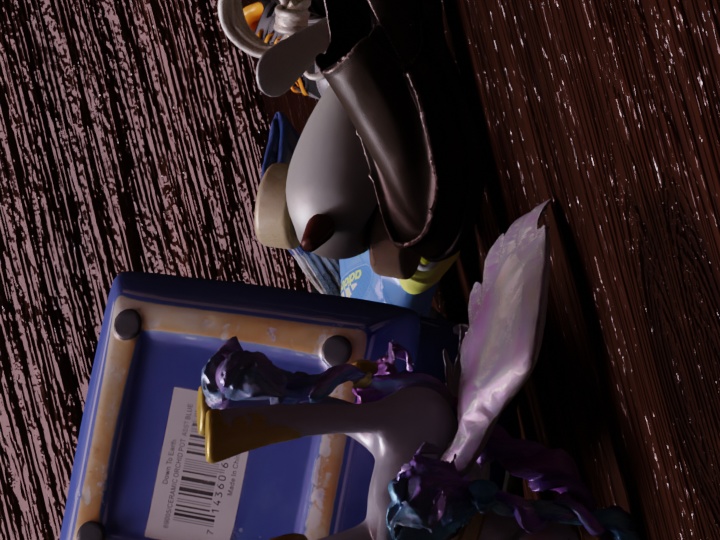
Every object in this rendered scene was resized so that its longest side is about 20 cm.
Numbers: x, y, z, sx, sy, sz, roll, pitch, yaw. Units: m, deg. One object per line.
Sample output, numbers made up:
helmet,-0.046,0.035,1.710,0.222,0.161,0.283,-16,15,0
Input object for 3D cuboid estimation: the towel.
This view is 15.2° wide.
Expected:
towel,0.000,0.000,1.755,0.200,0.024,0.147,53,-163,-21

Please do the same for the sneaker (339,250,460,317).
sneaker,0.006,-0.011,1.660,0.200,0.076,0.105,-121,48,-74

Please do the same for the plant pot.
plant pot,-0.045,0.105,1.407,0.180,0.200,0.200,30,-110,-68

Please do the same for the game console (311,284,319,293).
game console,0.036,0.112,1.768,0.200,0.176,0.116,-114,47,-72

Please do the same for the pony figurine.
pony figurine,0.027,0.080,1.228,0.167,0.200,0.193,102,167,-59

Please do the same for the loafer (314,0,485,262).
loafer,0.008,-0.100,1.424,0.073,0.071,0.200,-20,82,57

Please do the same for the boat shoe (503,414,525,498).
boat shoe,0.062,0.158,1.529,0.075,0.066,0.200,4,-102,-75

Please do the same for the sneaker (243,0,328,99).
sneaker,-0.041,-0.165,2.038,0.200,0.077,0.078,-117,15,-68

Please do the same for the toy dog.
toy dog,-0.012,-0.085,1.506,0.096,0.132,0.200,-41,-60,-73
